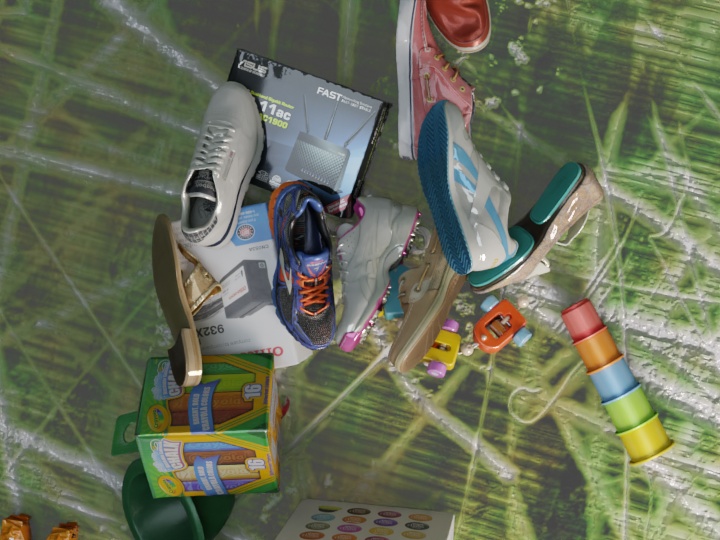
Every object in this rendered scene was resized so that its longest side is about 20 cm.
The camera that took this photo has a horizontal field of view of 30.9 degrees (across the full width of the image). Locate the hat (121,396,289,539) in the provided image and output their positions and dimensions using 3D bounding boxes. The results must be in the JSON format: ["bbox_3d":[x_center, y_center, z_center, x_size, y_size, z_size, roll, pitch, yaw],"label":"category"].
[{"bbox_3d":[-0.182,0.284,1.672,0.199,0.175,0.167,-19,93,50],"label":"hat"}]

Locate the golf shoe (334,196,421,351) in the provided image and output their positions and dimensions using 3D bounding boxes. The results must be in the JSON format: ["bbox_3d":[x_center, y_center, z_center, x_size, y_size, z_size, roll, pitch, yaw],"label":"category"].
[{"bbox_3d":[0.000,0.000,1.529,0.091,0.075,0.201,24,63,0],"label":"golf shoe"}]

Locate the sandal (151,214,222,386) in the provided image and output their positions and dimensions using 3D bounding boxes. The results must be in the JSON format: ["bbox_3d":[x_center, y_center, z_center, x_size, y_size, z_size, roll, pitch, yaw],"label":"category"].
[{"bbox_3d":[-0.196,0.035,1.545,0.069,0.078,0.213,0,65,-28],"label":"sandal"}]

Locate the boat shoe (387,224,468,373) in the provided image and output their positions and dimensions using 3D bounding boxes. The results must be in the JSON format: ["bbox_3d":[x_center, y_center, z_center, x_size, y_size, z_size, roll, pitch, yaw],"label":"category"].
[{"bbox_3d":[0.074,0.029,1.527,0.064,0.071,0.201,23,61,13],"label":"boat shoe"}]

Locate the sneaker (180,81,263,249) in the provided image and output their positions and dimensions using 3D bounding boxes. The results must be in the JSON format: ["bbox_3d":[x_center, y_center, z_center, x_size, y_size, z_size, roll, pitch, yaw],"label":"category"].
[{"bbox_3d":[-0.167,-0.127,1.529,0.076,0.080,0.202,7,84,17],"label":"sneaker"}]

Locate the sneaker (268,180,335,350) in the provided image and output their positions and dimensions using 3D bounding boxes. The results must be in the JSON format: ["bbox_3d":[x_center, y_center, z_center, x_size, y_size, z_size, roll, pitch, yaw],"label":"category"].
[{"bbox_3d":[-0.065,-0.003,1.523,0.075,0.078,0.202,-14,100,-19],"label":"sneaker"}]

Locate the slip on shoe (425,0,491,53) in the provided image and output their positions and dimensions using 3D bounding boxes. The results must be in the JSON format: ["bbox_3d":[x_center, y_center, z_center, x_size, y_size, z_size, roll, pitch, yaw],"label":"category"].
[{"bbox_3d":[0.099,-0.353,1.540,0.073,0.061,0.202,-19,93,10],"label":"slip on shoe"}]

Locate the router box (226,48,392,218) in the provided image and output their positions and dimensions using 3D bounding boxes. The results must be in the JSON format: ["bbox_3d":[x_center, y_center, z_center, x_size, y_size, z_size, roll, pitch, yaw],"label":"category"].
[{"bbox_3d":[-0.079,-0.167,1.589,0.198,0.062,0.151,20,97,9],"label":"router box"}]

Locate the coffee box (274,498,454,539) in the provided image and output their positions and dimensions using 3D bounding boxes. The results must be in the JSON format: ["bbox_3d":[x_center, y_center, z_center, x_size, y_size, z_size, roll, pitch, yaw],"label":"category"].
[{"bbox_3d":[0.002,0.403,1.555,0.198,0.198,0.202,4,98,9],"label":"coffee box"}]

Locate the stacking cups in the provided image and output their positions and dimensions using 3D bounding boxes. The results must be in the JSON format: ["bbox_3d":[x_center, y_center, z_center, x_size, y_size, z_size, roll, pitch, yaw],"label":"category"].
[{"bbox_3d":[0.304,0.127,1.549,0.060,0.060,0.201,-26,86,12],"label":"stacking cups"}]

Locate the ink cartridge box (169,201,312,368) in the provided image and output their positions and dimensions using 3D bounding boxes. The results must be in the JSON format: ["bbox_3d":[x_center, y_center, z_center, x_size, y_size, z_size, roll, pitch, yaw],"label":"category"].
[{"bbox_3d":[-0.153,0.026,1.609,0.144,0.084,0.202,-11,93,11],"label":"ink cartridge box"}]

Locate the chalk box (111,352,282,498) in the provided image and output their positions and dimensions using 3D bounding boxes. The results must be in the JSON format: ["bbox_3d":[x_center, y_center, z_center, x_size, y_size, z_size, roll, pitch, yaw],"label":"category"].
[{"bbox_3d":[-0.198,0.184,1.547,0.198,0.125,0.125,-3,135,1],"label":"chalk box"}]

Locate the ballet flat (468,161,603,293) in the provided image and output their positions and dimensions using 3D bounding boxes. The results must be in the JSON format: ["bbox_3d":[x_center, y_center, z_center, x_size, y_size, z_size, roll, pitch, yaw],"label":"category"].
[{"bbox_3d":[0.215,-0.037,1.544,0.200,0.068,0.067,-47,125,11],"label":"ballet flat"}]

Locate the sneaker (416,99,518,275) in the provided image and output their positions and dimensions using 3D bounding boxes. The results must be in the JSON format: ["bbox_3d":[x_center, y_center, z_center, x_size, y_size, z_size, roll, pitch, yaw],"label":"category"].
[{"bbox_3d":[0.123,-0.099,1.506,0.080,0.076,0.202,-12,87,-26],"label":"sneaker"}]

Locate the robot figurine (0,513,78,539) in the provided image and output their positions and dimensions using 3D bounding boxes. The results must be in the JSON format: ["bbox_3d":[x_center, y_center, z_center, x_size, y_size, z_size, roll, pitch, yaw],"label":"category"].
[{"bbox_3d":[-0.426,0.427,1.711,0.144,0.058,0.202,8,96,10],"label":"robot figurine"}]

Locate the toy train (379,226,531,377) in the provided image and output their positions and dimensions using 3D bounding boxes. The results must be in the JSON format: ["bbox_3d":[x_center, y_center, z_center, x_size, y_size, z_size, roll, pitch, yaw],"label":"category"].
[{"bbox_3d":[0.102,0.048,1.582,0.200,0.056,0.150,42,74,15],"label":"toy train"}]

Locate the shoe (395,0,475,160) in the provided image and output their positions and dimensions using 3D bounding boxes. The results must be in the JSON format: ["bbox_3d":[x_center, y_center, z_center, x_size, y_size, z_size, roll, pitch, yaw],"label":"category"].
[{"bbox_3d":[0.091,-0.232,1.550,0.090,0.071,0.202,1,100,9],"label":"shoe"}]
